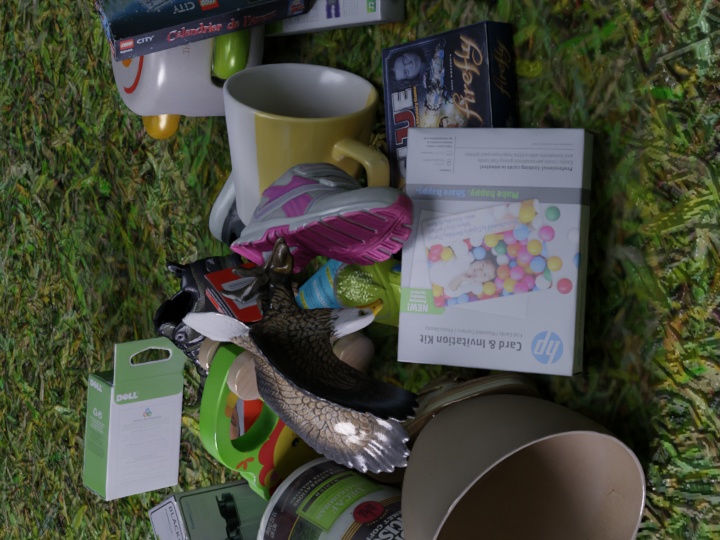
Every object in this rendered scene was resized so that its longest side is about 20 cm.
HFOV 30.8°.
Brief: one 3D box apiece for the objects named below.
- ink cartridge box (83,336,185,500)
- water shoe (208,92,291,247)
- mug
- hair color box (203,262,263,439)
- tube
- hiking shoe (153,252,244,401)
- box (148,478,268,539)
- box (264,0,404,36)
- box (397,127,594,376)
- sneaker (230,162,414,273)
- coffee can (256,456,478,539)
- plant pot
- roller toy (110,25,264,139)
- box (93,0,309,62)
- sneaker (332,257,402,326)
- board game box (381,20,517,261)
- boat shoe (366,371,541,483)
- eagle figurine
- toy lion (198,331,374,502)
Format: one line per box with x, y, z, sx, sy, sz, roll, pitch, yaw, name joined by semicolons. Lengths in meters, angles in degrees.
-0.276;0.171;1.595;0.059;0.104;0.201;20;110;47;ink cartridge box
-0.092;-0.104;1.384;0.079;0.071;0.200;34;122;11;water shoe
-0.060;-0.097;1.263;0.187;0.149;0.154;-106;19;-60;mug
-0.117;0.104;1.381;0.102;0.061;0.200;47;145;47;hair color box
0.000;0.000;1.292;0.200;0.050;0.078;-40;74;38;tube
-0.180;0.065;1.446;0.076;0.100;0.200;-111;25;-54;hiking shoe
-0.104;0.270;1.325;0.060;0.200;0.117;-35;69;47;box
-0.034;-0.312;1.299;0.200;0.036;0.145;6;99;49;box
0.112;-0.018;1.091;0.156;0.041;0.201;4;93;24;box
-0.031;-0.056;1.134;0.200;0.081;0.088;-6;62;44;sneaker
0.018;0.276;1.219;0.200;0.146;0.147;19;109;48;coffee can
0.113;0.179;1.071;0.134;0.200;0.201;49;130;52;plant pot
-0.194;-0.255;1.392;0.200;0.139;0.183;132;129;-58;roller toy
-0.166;-0.293;1.281;0.038;0.200;0.137;108;142;-65;box
0.079;0.029;1.185;0.200;0.105;0.076;19;93;18;sneaker
0.081;-0.111;1.172;0.135;0.035;0.201;-6;87;48;board game box
0.077;0.128;1.185;0.200;0.074;0.066;-27;35;33;boat shoe
-0.038;0.075;1.099;0.151;0.152;0.200;-38;65;32;eagle figurine
-0.072;0.144;1.269;0.069;0.200;0.192;30;116;41;toy lion
